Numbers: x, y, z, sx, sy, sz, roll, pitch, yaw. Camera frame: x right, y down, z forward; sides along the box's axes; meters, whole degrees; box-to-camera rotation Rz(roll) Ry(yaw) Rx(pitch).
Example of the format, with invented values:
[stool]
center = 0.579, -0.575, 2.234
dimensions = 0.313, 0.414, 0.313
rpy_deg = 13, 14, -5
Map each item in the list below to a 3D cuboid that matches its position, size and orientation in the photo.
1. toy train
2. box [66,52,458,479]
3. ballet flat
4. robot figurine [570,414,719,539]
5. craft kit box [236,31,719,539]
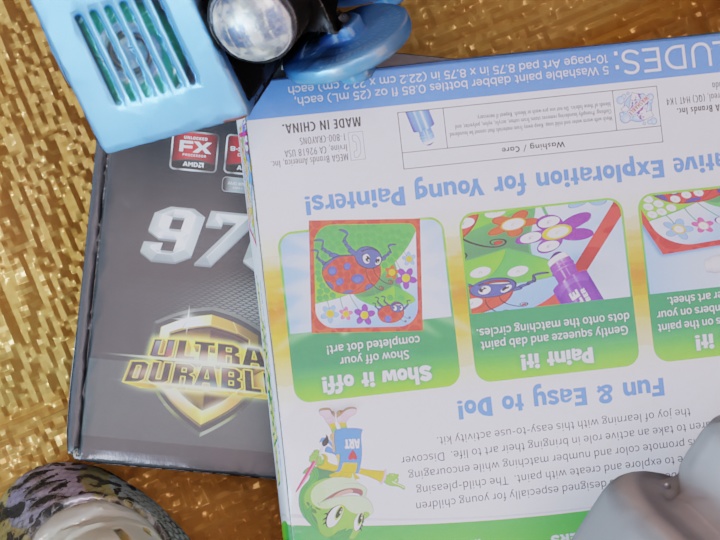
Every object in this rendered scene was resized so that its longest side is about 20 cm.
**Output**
[toy train]
center = -0.034, -0.120, 1.030
dimensions = 0.114, 0.200, 0.087
rpy_deg = -12, 116, 22
[box]
center = 0.000, 0.000, 1.086
dimensions = 0.200, 0.046, 0.159
rpy_deg = 6, 86, -3
[ballet flat]
center = -0.074, 0.129, 1.016
dimensions = 0.072, 0.072, 0.200
rpy_deg = -27, 55, -5
[robot figurine]
center = 0.098, 0.146, 0.973
dimensions = 0.170, 0.113, 0.200
rpy_deg = 20, 107, -43
[craft kit box]
center = 0.065, 0.023, 1.044
dimensions = 0.200, 0.049, 0.198
rpy_deg = -6, 85, -6
